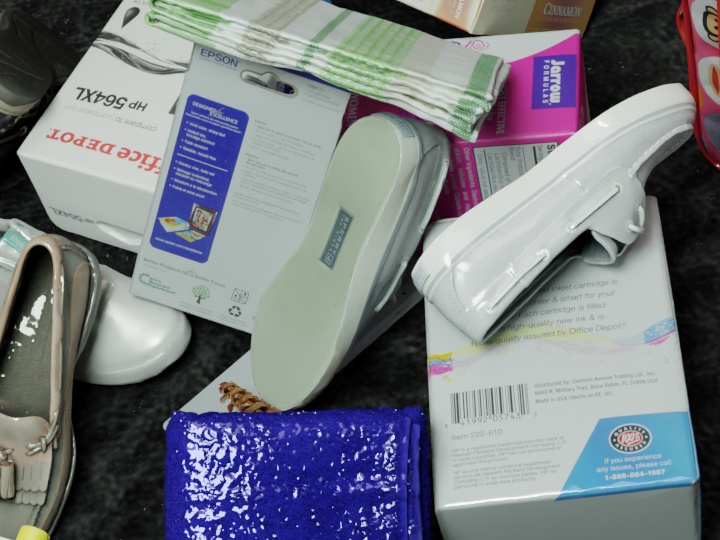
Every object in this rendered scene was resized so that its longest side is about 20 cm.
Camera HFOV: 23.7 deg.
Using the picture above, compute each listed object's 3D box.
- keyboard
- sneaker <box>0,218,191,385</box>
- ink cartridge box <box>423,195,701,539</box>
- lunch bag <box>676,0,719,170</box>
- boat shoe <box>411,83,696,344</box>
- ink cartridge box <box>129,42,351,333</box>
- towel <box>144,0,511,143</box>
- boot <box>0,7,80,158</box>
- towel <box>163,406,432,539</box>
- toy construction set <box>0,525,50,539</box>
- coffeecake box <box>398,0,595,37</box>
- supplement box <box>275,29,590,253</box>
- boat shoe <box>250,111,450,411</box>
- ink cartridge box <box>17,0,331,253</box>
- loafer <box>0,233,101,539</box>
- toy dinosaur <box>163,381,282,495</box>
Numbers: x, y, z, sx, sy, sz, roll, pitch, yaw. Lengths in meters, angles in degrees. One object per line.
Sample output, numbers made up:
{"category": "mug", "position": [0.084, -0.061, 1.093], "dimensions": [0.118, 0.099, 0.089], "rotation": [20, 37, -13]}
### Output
{"category": "keyboard", "position": [-0.035, 0.050, 1.095], "dimensions": [0.200, 0.011, 0.056], "rotation": [-40, 50, -16]}
{"category": "sneaker", "position": [-0.203, 0.009, 1.117], "dimensions": [0.199, 0.089, 0.075], "rotation": [20, 60, 26]}
{"category": "ink cartridge box", "position": [0.114, 0.063, 0.999], "dimensions": [0.143, 0.085, 0.201], "rotation": [-7, 53, 8]}
{"category": "lunch bag", "position": [0.262, -0.126, 1.027], "dimensions": [0.176, 0.201, 0.082], "rotation": [33, 66, 34]}
{"category": "boat shoe", "position": [0.124, -0.032, 0.976], "dimensions": [0.199, 0.072, 0.069], "rotation": [-34, 73, -20]}
{"category": "ink cartridge box", "position": [-0.073, -0.054, 1.047], "dimensions": [0.099, 0.201, 0.039], "rotation": [19, 37, -3]}
{"category": "towel", "position": [-0.014, -0.128, 0.997], "dimensions": [0.199, 0.031, 0.149], "rotation": [18, 17, 4]}
{"category": "boot", "position": [-0.271, -0.101, 1.208], "dimensions": [0.151, 0.073, 0.200], "rotation": [-47, 11, 14]}
{"category": "towel", "position": [-0.027, 0.170, 0.891], "dimensions": [0.147, 0.050, 0.201], "rotation": [-1, 80, -14]}
{"category": "toy construction set", "position": [-0.262, 0.166, 0.988], "dimensions": [0.199, 0.131, 0.092], "rotation": [22, 64, 26]}
{"category": "coffeecake box", "position": [0.048, -0.227, 1.183], "dimensions": [0.199, 0.153, 0.073], "rotation": [29, 110, 30]}
{"category": "supplement box", "position": [0.047, -0.079, 1.105], "dimensions": [0.199, 0.104, 0.102], "rotation": [-3, 47, 10]}
{"category": "boat shoe", "position": [0.000, -0.001, 1.036], "dimensions": [0.070, 0.071, 0.202], "rotation": [42, 118, 35]}
{"category": "ink cartridge box", "position": [-0.119, -0.113, 1.186], "dimensions": [0.145, 0.085, 0.201], "rotation": [15, 59, 23]}
{"category": "loafer", "position": [-0.207, 0.075, 1.042], "dimensions": [0.071, 0.063, 0.201], "rotation": [8, 81, 10]}
{"category": "toy dinosaur", "position": [-0.036, 0.150, 0.989], "dimensions": [0.135, 0.103, 0.200], "rotation": [-20, 32, -19]}
